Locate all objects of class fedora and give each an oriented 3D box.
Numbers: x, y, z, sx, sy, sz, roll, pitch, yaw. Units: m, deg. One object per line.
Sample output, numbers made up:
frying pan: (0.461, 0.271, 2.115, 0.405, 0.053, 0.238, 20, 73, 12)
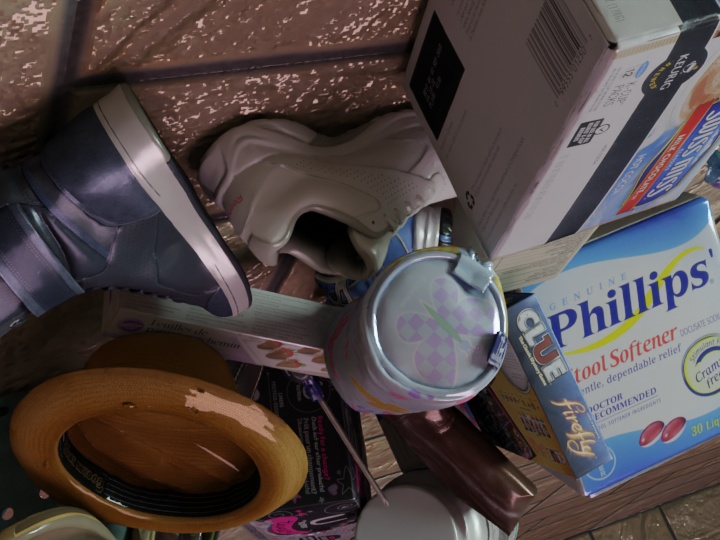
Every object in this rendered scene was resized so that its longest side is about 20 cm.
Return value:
fedora: (-0.130, 0.101, 0.772, 0.199, 0.082, 0.201, 0, 139, 0)

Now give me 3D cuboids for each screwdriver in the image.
screwdriver: (-0.029, 0.119, 0.956, 0.029, 0.201, 0.028, -14, -156, 31)

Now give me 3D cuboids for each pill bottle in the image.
pill bottle: (0.072, 0.238, 1.070, 0.113, 0.114, 0.200, -30, 165, 15)

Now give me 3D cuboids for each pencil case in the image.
pencil case: (0.028, 0.041, 0.711, 0.083, 0.091, 0.200, 20, 167, -5)

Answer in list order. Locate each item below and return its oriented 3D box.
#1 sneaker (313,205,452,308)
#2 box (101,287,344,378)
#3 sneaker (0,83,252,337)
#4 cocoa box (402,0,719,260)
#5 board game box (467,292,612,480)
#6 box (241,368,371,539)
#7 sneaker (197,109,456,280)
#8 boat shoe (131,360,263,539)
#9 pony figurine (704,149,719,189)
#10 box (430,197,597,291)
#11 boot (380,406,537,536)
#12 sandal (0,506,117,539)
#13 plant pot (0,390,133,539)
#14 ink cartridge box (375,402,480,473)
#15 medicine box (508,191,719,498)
sneaker: (0.000, 0.000, 0.859, 0.076, 0.076, 0.200, 14, 149, -13)
box: (-0.077, 0.038, 0.798, 0.199, 0.042, 0.039, 13, 144, -26)
sneaker: (-0.150, -0.003, 0.649, 0.146, 0.077, 0.203, -34, 149, -4)
cocoa box: (0.121, -0.120, 0.598, 0.130, 0.134, 0.200, -17, 157, -18)
board game box: (0.117, 0.084, 0.919, 0.034, 0.136, 0.200, -27, -174, -12)
box: (-0.053, 0.177, 1.072, 0.114, 0.133, 0.200, -10, 158, 3)
sneaker: (0.002, -0.038, 0.709, 0.199, 0.100, 0.078, -10, 152, -31)
boat shoe: (-0.110, 0.145, 0.906, 0.064, 0.201, 0.073, 11, 147, 17)
pony figurine: (0.315, -0.113, 0.830, 0.192, 0.168, 0.200, 2, 176, 31)
box: (0.124, -0.065, 0.803, 0.094, 0.078, 0.200, -13, 156, -25)
boot: (0.083, 0.126, 0.916, 0.064, 0.200, 0.186, -43, -174, -20)
sandal: (-0.185, 0.219, 0.785, 0.080, 0.054, 0.200, -43, 141, -6)
plant pot: (-0.241, 0.201, 0.912, 0.199, 0.201, 0.197, -21, 150, -7)
ink cartridge box: (0.109, 0.095, 1.088, 0.199, 0.117, 0.067, -31, 164, 16)
medicine box: (0.218, 0.056, 0.980, 0.181, 0.201, 0.103, -22, -167, -11)
